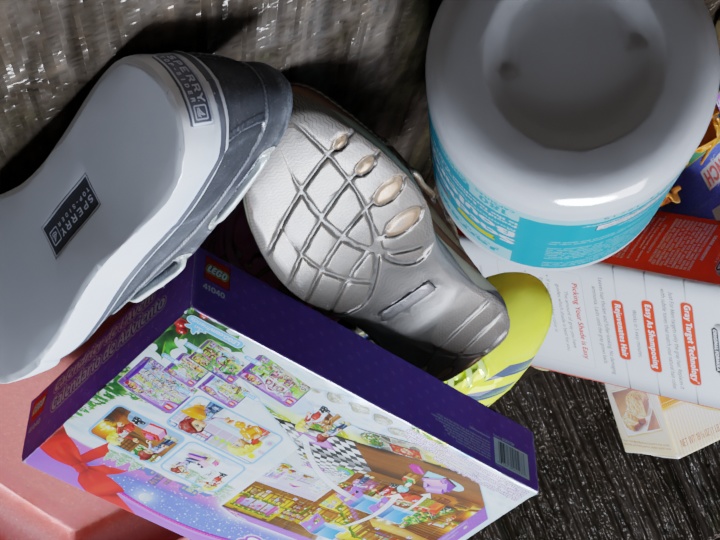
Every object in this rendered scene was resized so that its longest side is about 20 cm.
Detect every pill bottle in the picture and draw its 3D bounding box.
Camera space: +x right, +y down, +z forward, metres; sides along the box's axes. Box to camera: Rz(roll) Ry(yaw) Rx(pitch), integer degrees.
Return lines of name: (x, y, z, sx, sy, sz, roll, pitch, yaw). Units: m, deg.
pill bottle: (0.083, -0.061, 0.678, 0.110, 0.112, 0.200, -24, 170, 0)

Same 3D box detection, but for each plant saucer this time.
plant saucer: (-0.141, 0.069, 0.784, 0.199, 0.037, 0.200, -28, 128, 27)

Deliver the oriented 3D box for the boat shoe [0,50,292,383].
boat shoe: (-0.095, -0.019, 0.619, 0.067, 0.072, 0.200, -12, 158, -44)

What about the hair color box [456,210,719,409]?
hair color box: (0.162, 0.016, 0.997, 0.199, 0.102, 0.061, 13, -136, 32)

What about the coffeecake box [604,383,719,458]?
coffeecake box: (0.231, 0.006, 1.105, 0.152, 0.202, 0.073, -20, -175, -21)

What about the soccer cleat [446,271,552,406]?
soccer cleat: (0.022, 0.067, 0.891, 0.199, 0.065, 0.084, -32, 173, 1)

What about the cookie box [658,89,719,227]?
cookie box: (0.295, -0.094, 0.986, 0.199, 0.076, 0.171, -20, 170, -25)

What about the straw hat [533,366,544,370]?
straw hat: (0.137, 0.027, 1.208, 0.200, 0.085, 0.201, -37, -177, 2)

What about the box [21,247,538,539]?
box: (-0.036, 0.081, 0.742, 0.199, 0.039, 0.137, 30, 128, -28)

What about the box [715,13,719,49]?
box: (0.275, -0.152, 0.922, 0.162, 0.021, 0.200, -24, 170, 3)

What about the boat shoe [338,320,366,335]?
boat shoe: (0.001, 0.003, 0.947, 0.060, 0.073, 0.202, -27, 175, -9)

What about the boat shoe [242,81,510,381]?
boat shoe: (0.000, -0.022, 0.725, 0.075, 0.072, 0.200, -29, 140, 8)

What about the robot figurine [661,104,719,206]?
robot figurine: (0.137, -0.058, 0.891, 0.144, 0.059, 0.200, -25, 171, 3)

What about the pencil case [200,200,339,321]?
pencil case: (-0.074, 0.040, 0.844, 0.086, 0.083, 0.200, 25, 135, -17)

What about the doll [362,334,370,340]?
doll: (0.037, 0.018, 1.185, 0.199, 0.049, 0.136, -32, 174, 40)
